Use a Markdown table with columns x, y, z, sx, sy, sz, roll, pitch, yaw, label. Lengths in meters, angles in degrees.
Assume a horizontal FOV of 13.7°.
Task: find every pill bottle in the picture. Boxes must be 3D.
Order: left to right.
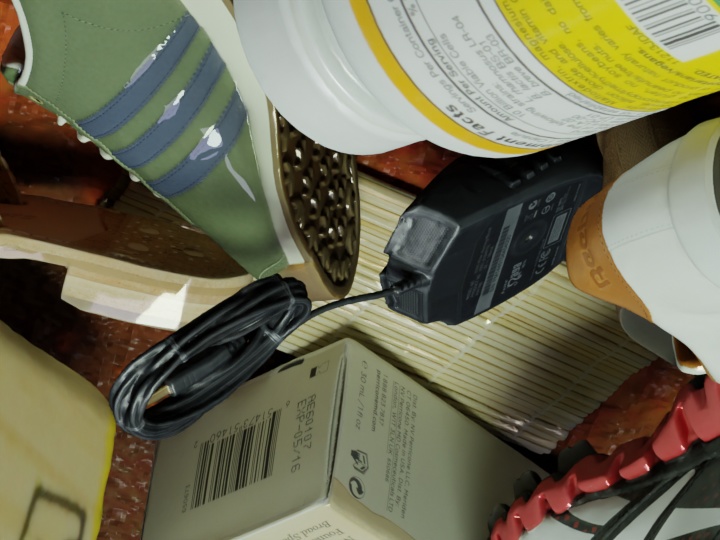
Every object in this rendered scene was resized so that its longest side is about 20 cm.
| x | y | z | sx | sy | sz | roll | pitch | yaw | label |
| --- | --- | --- | --- | --- | --- | --- | --- | --- | --- |
| 0.058 | -0.094 | 0.821 | 0.113 | 0.113 | 0.200 | 34 | 147 | -30 | pill bottle |

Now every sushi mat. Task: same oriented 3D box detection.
| x | y | z | sx | sy | sz | roll | pitch | yaw | label |
| --- | --- | --- | --- | --- | --- | --- | --- | --- | --- |
| 0.005 | 0.006 | 1.041 | 0.199 | 0.012 | 0.096 | 22 | 138 | -20 | sushi mat |

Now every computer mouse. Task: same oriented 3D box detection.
| x | y | z | sx | sy | sz | roll | pitch | yaw | label |
| --- | --- | --- | --- | --- | --- | --- | --- | --- | --- |
| 0.000 | 0.000 | 0.939 | 0.200 | 0.034 | 0.059 | -23 | 147 | -35 | computer mouse |

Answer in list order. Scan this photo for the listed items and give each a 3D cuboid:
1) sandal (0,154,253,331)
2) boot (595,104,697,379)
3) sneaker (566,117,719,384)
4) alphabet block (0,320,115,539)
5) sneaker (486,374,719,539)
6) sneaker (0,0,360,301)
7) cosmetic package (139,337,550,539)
| x | y | z | sx | sy | sz | roll | pitch | yaw | label |
| --- | --- | --- | --- | --- | --- | --- | --- | --- | --- |
| -0.133 | -0.039 | 0.975 | 0.211 | 0.078 | 0.070 | 13 | 107 | -4 | sandal |
| 0.130 | 0.006 | 0.994 | 0.073 | 0.076 | 0.200 | -24 | 148 | 14 | boot |
| 0.144 | 0.004 | 0.882 | 0.199 | 0.073 | 0.085 | 20 | 152 | -35 | sneaker |
| -0.213 | 0.100 | 0.971 | 0.194 | 0.197 | 0.200 | 4 | 164 | 21 | alphabet block |
| 0.105 | 0.096 | 0.969 | 0.071 | 0.098 | 0.200 | 7 | 149 | -35 | sneaker |
| -0.065 | -0.066 | 0.928 | 0.089 | 0.067 | 0.201 | -1 | 139 | 18 | sneaker |
| 0.024 | 0.114 | 1.111 | 0.103 | 0.073 | 0.200 | -26 | 133 | 38 | cosmetic package |
